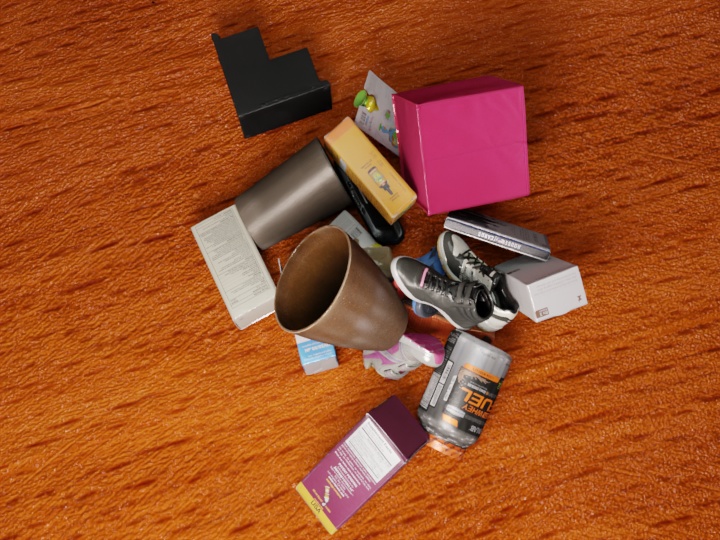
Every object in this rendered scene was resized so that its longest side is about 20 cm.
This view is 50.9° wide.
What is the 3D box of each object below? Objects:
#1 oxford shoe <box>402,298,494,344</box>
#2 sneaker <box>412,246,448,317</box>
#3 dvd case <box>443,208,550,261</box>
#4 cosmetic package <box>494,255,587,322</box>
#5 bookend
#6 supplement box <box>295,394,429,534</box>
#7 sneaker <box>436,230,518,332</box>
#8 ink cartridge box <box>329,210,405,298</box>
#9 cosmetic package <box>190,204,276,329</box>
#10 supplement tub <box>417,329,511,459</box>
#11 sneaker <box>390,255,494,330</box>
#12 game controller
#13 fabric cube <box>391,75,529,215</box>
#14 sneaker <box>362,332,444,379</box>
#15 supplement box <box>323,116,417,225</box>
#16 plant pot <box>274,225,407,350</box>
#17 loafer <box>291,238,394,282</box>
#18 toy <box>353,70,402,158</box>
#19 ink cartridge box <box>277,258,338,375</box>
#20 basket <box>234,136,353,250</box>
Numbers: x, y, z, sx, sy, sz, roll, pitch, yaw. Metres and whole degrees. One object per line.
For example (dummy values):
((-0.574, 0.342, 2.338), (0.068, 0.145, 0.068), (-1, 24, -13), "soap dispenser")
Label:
((0.160, 0.083, 1.426), (0.195, 0.072, 0.074), (17, 57, -1), "oxford shoe")
((0.126, 0.019, 1.405), (0.076, 0.067, 0.201), (8, 37, 25), "sneaker")
((0.257, -0.073, 1.423), (0.195, 0.150, 0.025), (20, 106, 7), "dvd case")
((0.318, 0.024, 1.359), (0.099, 0.200, 0.076), (-19, 99, -4), "cosmetic package")
((-0.182, -0.407, 1.553), (0.194, 0.092, 0.204), (-20, 73, -6), "bookend")
((0.005, 0.326, 1.280), (0.104, 0.130, 0.200), (47, 110, 13), "supplement box")
((0.216, 0.007, 1.362), (0.075, 0.087, 0.203), (-33, 90, -41), "sneaker")
((0.000, 0.000, 1.445), (0.116, 0.067, 0.200), (-43, 77, -9), "ink cartridge box")
((-0.234, -0.006, 1.443), (0.101, 0.088, 0.204), (-25, 74, -6), "cosmetic package")
((0.177, 0.219, 1.340), (0.120, 0.122, 0.204), (24, 89, 8), "supplement tub")
((0.147, 0.028, 1.285), (0.198, 0.099, 0.072), (35, 61, -19), "sneaker")
((0.017, -0.139, 1.472), (0.103, 0.042, 0.203), (-11, 67, -48), "game controller")
((0.181, -0.235, 1.396), (0.194, 0.197, 0.205), (-12, 111, -8), "fabric cube")
((0.075, 0.155, 1.366), (0.080, 0.198, 0.091), (6, 91, -37), "sneaker")
((0.017, -0.184, 1.410), (0.066, 0.069, 0.201), (-39, 81, -10), "supplement box")
((-0.015, 0.056, 1.287), (0.198, 0.185, 0.191), (33, 72, -36), "plant pot")
((-0.029, -0.023, 1.383), (0.194, 0.076, 0.069), (11, 75, -4), "loafer")
((0.058, -0.288, 1.496), (0.046, 0.198, 0.118), (-1, 67, 44), "toy")
((-0.096, 0.079, 1.400), (0.066, 0.115, 0.205), (-14, 75, -4), "ink cartridge box")
((-0.130, -0.139, 1.447), (0.197, 0.180, 0.138), (-30, 72, 3), "basket")
